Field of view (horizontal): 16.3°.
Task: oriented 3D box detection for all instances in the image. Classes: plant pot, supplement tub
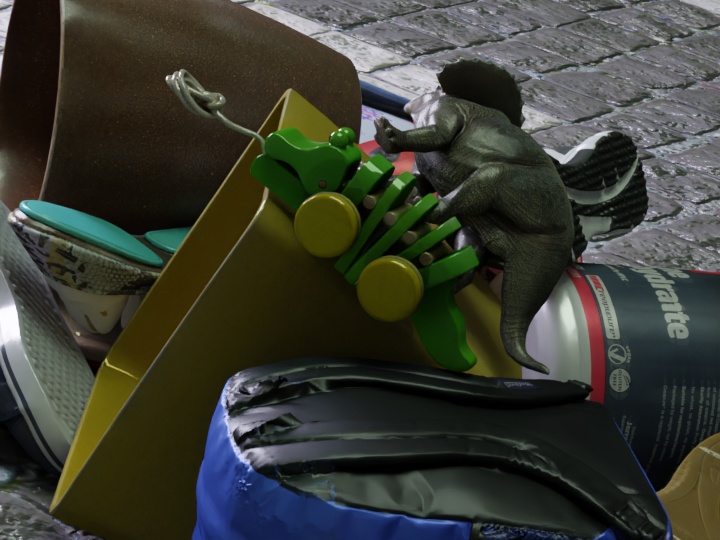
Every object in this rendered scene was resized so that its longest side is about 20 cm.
[{"bbox_3d":[-0.108,-0.095,1.540,0.200,0.187,0.187,6,22,-19],"label":"plant pot"},{"bbox_3d":[0.171,0.068,1.455,0.200,0.140,0.140,4,23,-21],"label":"supplement tub"},{"bbox_3d":[-0.023,0.056,1.308,0.176,0.200,0.200,32,19,-10],"label":"plant pot"}]

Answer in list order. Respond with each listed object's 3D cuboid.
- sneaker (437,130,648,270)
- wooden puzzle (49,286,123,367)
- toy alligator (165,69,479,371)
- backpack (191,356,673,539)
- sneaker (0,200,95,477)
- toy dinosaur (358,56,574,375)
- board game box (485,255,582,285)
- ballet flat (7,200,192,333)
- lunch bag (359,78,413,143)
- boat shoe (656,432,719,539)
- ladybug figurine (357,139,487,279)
[{"bbox_3d":[0.090,-0.032,1.412,0.080,0.074,0.200,-12,0,31],"label":"sneaker"},{"bbox_3d":[-0.139,0.025,1.547,0.200,0.037,0.185,17,22,-1],"label":"wooden puzzle"},{"bbox_3d":[-0.006,-0.038,1.175,0.200,0.054,0.059,46,18,5],"label":"toy alligator"},{"bbox_3d":[0.020,0.135,1.156,0.200,0.168,0.163,11,16,-15],"label":"backpack"},{"bbox_3d":[-0.204,0.049,1.400,0.078,0.079,0.200,39,19,-52],"label":"sneaker"},{"bbox_3d":[0.064,-0.041,1.261,0.102,0.077,0.200,-17,52,-22],"label":"toy dinosaur"},{"bbox_3d":[0.098,-0.026,1.595,0.103,0.019,0.200,33,25,-17],"label":"board game box"},{"bbox_3d":[-0.132,0.005,1.445,0.072,0.072,0.200,28,12,35],"label":"ballet flat"},{"bbox_3d":[-0.009,-0.066,1.719,0.169,0.127,0.200,21,18,7],"label":"lunch bag"},{"bbox_3d":[0.185,0.145,1.350,0.071,0.069,0.200,40,42,27],"label":"boat shoe"},{"bbox_3d":[0.000,0.000,1.450,0.136,0.200,0.072,29,-18,7],"label":"ladybug figurine"}]
